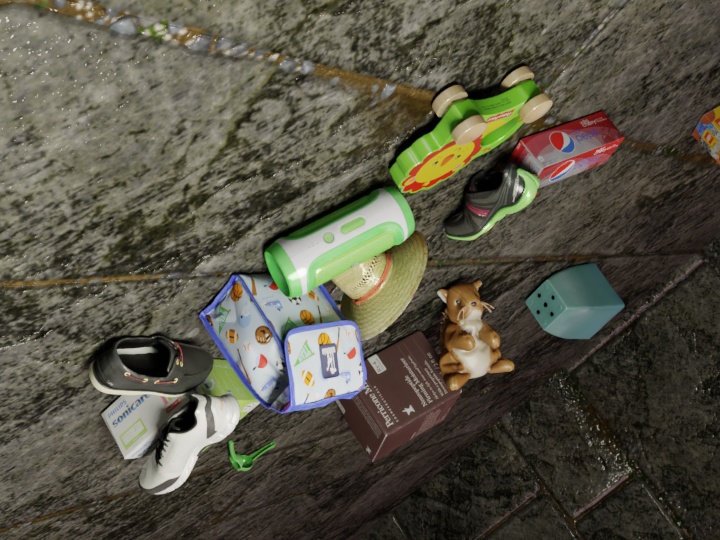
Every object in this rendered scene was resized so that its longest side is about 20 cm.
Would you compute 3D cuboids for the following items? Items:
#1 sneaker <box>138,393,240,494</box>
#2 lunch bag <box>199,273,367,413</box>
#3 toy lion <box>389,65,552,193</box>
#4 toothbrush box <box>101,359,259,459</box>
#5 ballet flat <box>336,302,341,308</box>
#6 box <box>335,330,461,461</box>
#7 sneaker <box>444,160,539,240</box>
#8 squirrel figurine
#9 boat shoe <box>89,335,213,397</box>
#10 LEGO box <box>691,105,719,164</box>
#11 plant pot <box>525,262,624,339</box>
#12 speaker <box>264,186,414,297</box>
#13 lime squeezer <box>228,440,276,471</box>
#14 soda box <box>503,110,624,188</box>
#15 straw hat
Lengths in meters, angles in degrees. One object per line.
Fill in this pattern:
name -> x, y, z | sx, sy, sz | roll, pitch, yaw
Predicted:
sneaker -> -0.261, 0.241, 1.294 | 0.200, 0.074, 0.080 | -48, 140, 17
lunch bag -> -0.095, 0.100, 1.274 | 0.170, 0.200, 0.124 | -4, 144, -51
toy lion -> 0.138, -0.178, 1.241 | 0.199, 0.069, 0.192 | -22, 162, -31
toothbrush box -> -0.271, 0.210, 1.402 | 0.145, 0.086, 0.200 | -41, 157, 13
ballet flat -> -0.099, 0.128, 1.515 | 0.199, 0.063, 0.069 | -32, 159, -10
box -> 0.076, 0.265, 1.923 | 0.199, 0.166, 0.164 | -26, 158, -23
sneaker -> 0.199, -0.116, 1.451 | 0.200, 0.084, 0.077 | -37, -163, 46
squirrel figurine -> 0.203, 0.111, 1.822 | 0.141, 0.188, 0.200 | -15, -167, -7
boat shoe -> -0.270, 0.128, 1.243 | 0.063, 0.074, 0.201 | -38, 156, 28
LEGO box -> 0.817, -0.292, 1.880 | 0.199, 0.149, 0.077 | -30, 158, -15
plant pot -> 0.509, 0.080, 2.232 | 0.199, 0.142, 0.142 | -2, 142, -43
speaker -> -0.027, -0.040, 1.240 | 0.199, 0.089, 0.089 | -28, 158, -18
lime squeezer -> -0.239, 0.387, 1.888 | 0.071, 0.038, 0.200 | -39, 158, 9
soda box -> 0.333, -0.194, 1.480 | 0.199, 0.064, 0.070 | -22, 156, -32
straw hat -> 0.000, 0.000, 1.331 | 0.085, 0.202, 0.201 | 34, 115, -26
